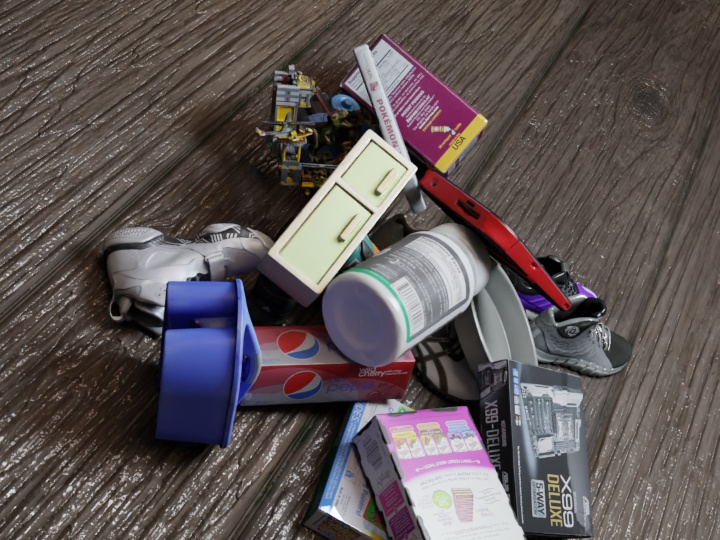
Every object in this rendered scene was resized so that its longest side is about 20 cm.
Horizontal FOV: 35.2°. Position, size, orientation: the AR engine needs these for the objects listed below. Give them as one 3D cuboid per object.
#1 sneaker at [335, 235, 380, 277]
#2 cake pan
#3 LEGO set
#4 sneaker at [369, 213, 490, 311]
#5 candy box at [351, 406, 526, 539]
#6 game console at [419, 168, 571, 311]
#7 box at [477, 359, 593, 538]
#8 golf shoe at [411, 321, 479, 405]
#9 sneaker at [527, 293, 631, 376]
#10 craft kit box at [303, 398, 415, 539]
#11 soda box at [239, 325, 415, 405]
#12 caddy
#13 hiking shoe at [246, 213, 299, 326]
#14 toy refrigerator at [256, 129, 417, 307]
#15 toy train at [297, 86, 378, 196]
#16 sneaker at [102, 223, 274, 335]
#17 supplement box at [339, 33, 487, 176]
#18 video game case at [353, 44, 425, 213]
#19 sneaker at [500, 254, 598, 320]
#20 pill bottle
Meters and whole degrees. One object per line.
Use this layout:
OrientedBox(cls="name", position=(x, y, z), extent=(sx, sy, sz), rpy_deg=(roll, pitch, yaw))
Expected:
OrientedBox(cls="sneaker", position=(0.000, 0.000, 1.379), extent=(0.200, 0.071, 0.080), rpy_deg=(51, 18, -6))
OrientedBox(cls="cake pan", position=(0.171, 0.077, 1.461), extent=(0.200, 0.037, 0.200), rpy_deg=(46, 33, -42))
OrientedBox(cls="LEGO set", position=(-0.049, -0.187, 1.431), extent=(0.154, 0.116, 0.200), rpy_deg=(6, 29, -2))
OrientedBox(cls="sneaker", position=(0.100, 0.001, 1.513), extent=(0.200, 0.092, 0.076), rpy_deg=(32, 40, -10))
OrientedBox(cls="candy box", position=(0.090, 0.253, 1.242), extent=(0.136, 0.061, 0.200), rpy_deg=(1, 53, -36))
OrientedBox(cls="game console", position=(0.165, -0.041, 1.405), extent=(0.177, 0.031, 0.200), rpy_deg=(40, 3, -37))
OrientedBox(cls="box", position=(0.209, 0.217, 1.352), extent=(0.158, 0.050, 0.200), rpy_deg=(17, 66, -44))
OrientedBox(cls="golf shoe", position=(0.101, 0.086, 1.439), extent=(0.200, 0.094, 0.078), rpy_deg=(43, 40, 3))
OrientedBox(cls="sneaker", position=(0.324, 0.086, 1.577), extent=(0.200, 0.116, 0.075), rpy_deg=(7, 50, -30))
OrientedBox(cls="craft kit box", position=(0.053, 0.250, 1.295), extent=(0.197, 0.049, 0.200), rpy_deg=(29, 42, -6))
OrientedBox(cls="soda box", position=(-0.044, 0.107, 1.299), extent=(0.200, 0.063, 0.070), rpy_deg=(-1, 38, -19))
OrientedBox(cls="caddy", position=(-0.155, 0.097, 1.178), extent=(0.105, 0.200, 0.141), rpy_deg=(3, 49, -11))
OrientedBox(cls="hiking shoe", position=(-0.076, -0.015, 1.397), extent=(0.076, 0.101, 0.200), rpy_deg=(30, 42, -9))
OrientedBox(cls="toy refrigerator", position=(-0.025, -0.061, 1.300), extent=(0.076, 0.070, 0.200), rpy_deg=(39, 68, -3))
OrientedBox(cls="toy train", position=(-0.035, -0.167, 1.579), extent=(0.114, 0.087, 0.200), rpy_deg=(-13, 61, -35))
OrientedBox(cls="sneaker", position=(-0.193, 0.012, 1.291), extent=(0.200, 0.075, 0.115), rpy_deg=(0, 55, -9))
OrientedBox(cls="supplement box", position=(0.079, -0.237, 1.665), extent=(0.200, 0.103, 0.131), rpy_deg=(41, 3, 4))
OrientedBox(cls="video game case", position=(0.041, -0.179, 1.479), extent=(0.200, 0.023, 0.182), rpy_deg=(46, 24, -79))
OrientedBox(cls="sneaker", position=(0.274, 0.025, 1.608), extent=(0.200, 0.100, 0.070), rpy_deg=(10, 50, -27))
OrientedBox(cls="pill bottle", position=(0.058, 0.022, 1.300), extent=(0.113, 0.113, 0.200), rpy_deg=(48, 43, 12))
